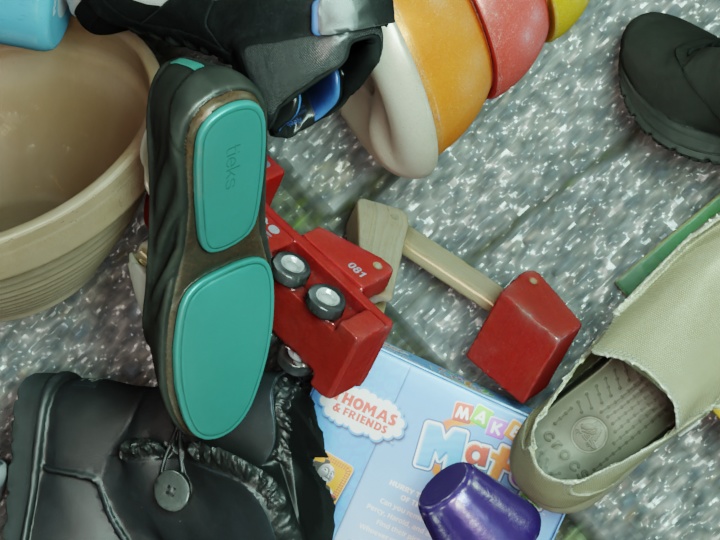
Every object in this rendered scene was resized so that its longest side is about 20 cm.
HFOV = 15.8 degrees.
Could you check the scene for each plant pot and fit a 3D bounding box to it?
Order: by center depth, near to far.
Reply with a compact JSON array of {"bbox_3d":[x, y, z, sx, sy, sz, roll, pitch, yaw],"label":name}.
[{"bbox_3d":[-0.186,-0.041,1.318,0.199,0.201,0.093,-11,130,5],"label":"plant pot"}]

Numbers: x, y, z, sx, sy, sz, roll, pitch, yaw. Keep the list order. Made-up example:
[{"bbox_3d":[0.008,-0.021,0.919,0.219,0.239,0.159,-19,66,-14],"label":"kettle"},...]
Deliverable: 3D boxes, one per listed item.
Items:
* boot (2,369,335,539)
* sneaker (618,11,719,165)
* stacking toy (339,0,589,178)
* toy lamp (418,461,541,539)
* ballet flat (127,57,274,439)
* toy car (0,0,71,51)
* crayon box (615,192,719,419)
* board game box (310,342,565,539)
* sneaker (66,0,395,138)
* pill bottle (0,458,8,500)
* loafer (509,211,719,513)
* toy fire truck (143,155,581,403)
[{"bbox_3d":[-0.100,0.149,1.333,0.167,0.076,0.202,2,89,26],"label":"boot"},{"bbox_3d":[0.202,-0.087,1.275,0.076,0.200,0.091,-21,132,-28],"label":"sneaker"},{"bbox_3d":[0.071,-0.149,1.311,0.199,0.146,0.147,-27,92,-10],"label":"stacking toy"},{"bbox_3d":[0.102,0.179,1.327,0.058,0.058,0.200,-39,108,6],"label":"toy lamp"},{"bbox_3d":[-0.077,-0.016,1.245,0.068,0.068,0.201,-17,129,-33],"label":"ballet flat"},{"bbox_3d":[-0.232,-0.217,1.260,0.183,0.200,0.178,12,77,6],"label":"toy car"},{"bbox_3d":[0.241,0.045,1.339,0.127,0.051,0.200,-41,90,6],"label":"crayon box"},{"bbox_3d":[0.016,0.150,1.369,0.151,0.037,0.201,24,97,1],"label":"board game box"},{"bbox_3d":[-0.067,-0.112,1.247,0.199,0.073,0.113,-15,88,47],"label":"sneaker"},{"bbox_3d":[-0.293,0.100,1.352,0.199,0.106,0.107,29,96,1],"label":"pill bottle"},{"bbox_3d":[0.153,0.046,1.285,0.076,0.068,0.200,42,96,4],"label":"loafer"},{"bbox_3d":[0.000,0.000,1.326,0.200,0.141,0.049,43,129,20],"label":"toy fire truck"}]
